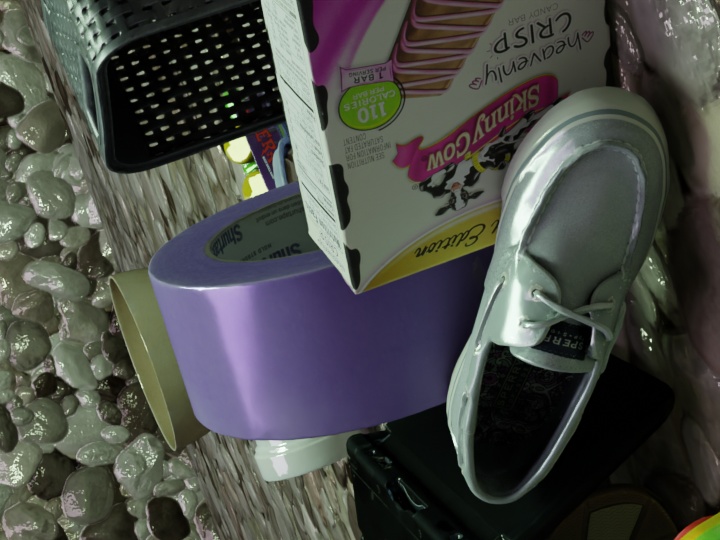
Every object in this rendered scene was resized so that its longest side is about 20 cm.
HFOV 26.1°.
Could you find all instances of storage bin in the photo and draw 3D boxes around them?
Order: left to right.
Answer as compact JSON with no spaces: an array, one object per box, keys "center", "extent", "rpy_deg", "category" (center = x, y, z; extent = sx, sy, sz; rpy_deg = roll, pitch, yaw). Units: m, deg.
[{"center":[-0.054,-0.144,0.786],"extent":[0.135,0.200,0.094],"rpy_deg":[105,143,-66],"category":"storage bin"}]

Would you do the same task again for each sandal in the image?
[{"center":[0.136,0.186,0.830],"extent":[0.054,0.080,0.200],"rpy_deg":[-93,-10,-55],"category":"sandal"}]

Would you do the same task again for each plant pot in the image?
[{"center":[-0.174,0.077,1.678],"extent":[0.200,0.134,0.201],"rpy_deg":[159,90,-76],"category":"plant pot"}]

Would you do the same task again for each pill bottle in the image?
[{"center":[-0.073,0.070,1.333],"extent":[0.116,0.116,0.200],"rpy_deg":[177,73,-75],"category":"pill bottle"}]

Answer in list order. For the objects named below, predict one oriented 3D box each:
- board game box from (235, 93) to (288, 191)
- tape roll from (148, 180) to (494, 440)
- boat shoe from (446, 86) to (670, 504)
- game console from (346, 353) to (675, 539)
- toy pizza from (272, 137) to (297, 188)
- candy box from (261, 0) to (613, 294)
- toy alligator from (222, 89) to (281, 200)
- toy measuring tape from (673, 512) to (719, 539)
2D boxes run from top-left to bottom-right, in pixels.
[{"center":[-0.026,-0.025,1.113],"extent":[0.120,0.032,0.200],"rpy_deg":[25,-139,-79],"category":"board game box"},{"center":[-0.005,0.008,0.820],"extent":[0.200,0.200,0.085],"rpy_deg":[-151,42,-69],"category":"tape roll"},{"center":[0.085,0.020,0.667],"extent":[0.072,0.070,0.201],"rpy_deg":[-91,13,-53],"category":"boat shoe"},{"center":[0.076,0.131,0.800],"extent":[0.200,0.116,0.176],"rpy_deg":[-147,48,-71],"category":"game console"},{"center":[0.000,0.000,1.022],"extent":[0.200,0.032,0.200],"rpy_deg":[62,-169,-21],"category":"toy pizza"},{"center":[0.033,-0.103,0.655],"extent":[0.061,0.136,0.200],"rpy_deg":[-127,21,-52],"category":"candy box"},{"center":[-0.051,-0.062,1.205],"extent":[0.054,0.059,0.200],"rpy_deg":[-32,75,34],"category":"toy alligator"},{"center":[0.154,0.108,0.633],"extent":[0.074,0.073,0.200],"rpy_deg":[-128,22,-51],"category":"toy measuring tape"}]
